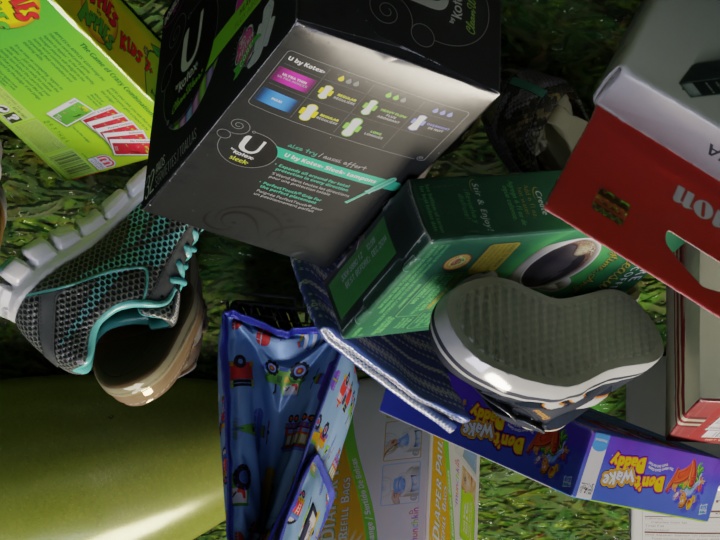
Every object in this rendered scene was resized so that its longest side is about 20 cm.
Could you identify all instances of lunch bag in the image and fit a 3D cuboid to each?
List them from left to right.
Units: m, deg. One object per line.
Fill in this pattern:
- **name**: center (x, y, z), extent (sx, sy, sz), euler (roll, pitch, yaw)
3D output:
- **lunch bag**: center (-0.061, 0.147, 1.340), extent (0.094, 0.200, 0.151), euler (7, 163, 4)

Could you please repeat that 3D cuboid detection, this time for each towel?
- **towel**: center (0.000, 0.000, 1.223), extent (0.024, 0.200, 0.145), euler (-38, 131, 17)

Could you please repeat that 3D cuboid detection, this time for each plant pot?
- **plant pot**: center (-0.185, 0.156, 1.528), extent (0.200, 0.187, 0.187), euler (-14, 147, 0)

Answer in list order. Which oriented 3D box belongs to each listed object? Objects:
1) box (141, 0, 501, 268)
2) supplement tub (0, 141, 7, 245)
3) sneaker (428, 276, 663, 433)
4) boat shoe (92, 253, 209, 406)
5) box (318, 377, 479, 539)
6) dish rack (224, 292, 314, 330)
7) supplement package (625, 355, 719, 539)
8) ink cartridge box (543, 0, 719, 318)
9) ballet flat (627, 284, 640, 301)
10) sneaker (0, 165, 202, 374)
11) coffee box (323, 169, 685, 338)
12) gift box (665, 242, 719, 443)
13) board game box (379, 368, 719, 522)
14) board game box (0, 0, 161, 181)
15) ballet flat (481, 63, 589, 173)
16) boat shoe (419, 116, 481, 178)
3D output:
- **box**: center (-0.023, -0.121, 1.068), extent (0.124, 0.149, 0.200), euler (17, 145, -22)
- **supplement tub**: center (-0.306, -0.005, 1.235), extent (0.144, 0.200, 0.145), euler (3, 148, 2)
- **sneaker**: center (0.095, 0.055, 1.123), extent (0.079, 0.078, 0.200), euler (-39, 153, 31)
- **boat shoe**: center (-0.131, 0.043, 1.297), extent (0.071, 0.200, 0.065), euler (-16, 114, 11)
- **box**: center (0.027, 0.195, 1.517), extent (0.101, 0.200, 0.113), euler (-11, 145, 21)
- **dish rack**: center (0.006, 0.035, 1.382), extent (0.200, 0.055, 0.153), euler (5, 161, 7)
- **supplement package**: center (0.269, 0.163, 1.520), extent (0.117, 0.117, 0.200), euler (-1, 147, 8)
- **ink cartridge box**: center (0.220, -0.054, 1.072), extent (0.200, 0.174, 0.044), euler (31, 144, -3)
- **ballet flat**: center (0.154, 0.010, 1.341), extent (0.068, 0.068, 0.200), euler (-22, 142, 14)
- **sneaker**: center (-0.136, -0.007, 1.232), extent (0.200, 0.091, 0.078), euler (-37, 170, -12)
- **coffee box**: center (0.091, -0.012, 1.125), extent (0.200, 0.044, 0.123), euler (-6, 154, -29)
- **gift box**: center (0.271, 0.011, 1.223), extent (0.184, 0.187, 0.200), euler (3, 167, -3)
- **board game box**: center (0.128, 0.112, 1.307), extent (0.134, 0.045, 0.200), euler (15, -177, -39)
- **board game box**: center (-0.191, -0.135, 1.159), extent (0.101, 0.048, 0.200), euler (-14, 144, 25)
- **ballet flat**: center (0.141, -0.050, 1.216), extent (0.072, 0.072, 0.200), euler (-13, 137, 25)
- **boat shoe**: center (0.040, -0.101, 1.171), extent (0.061, 0.072, 0.201), euler (16, 154, -16)
